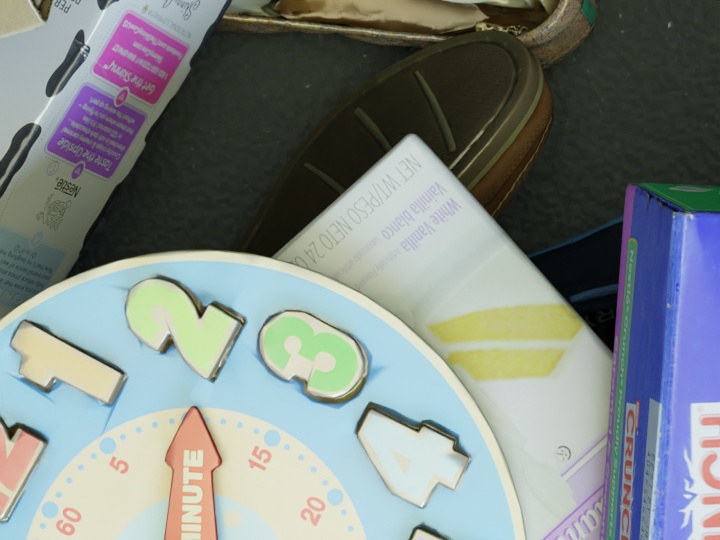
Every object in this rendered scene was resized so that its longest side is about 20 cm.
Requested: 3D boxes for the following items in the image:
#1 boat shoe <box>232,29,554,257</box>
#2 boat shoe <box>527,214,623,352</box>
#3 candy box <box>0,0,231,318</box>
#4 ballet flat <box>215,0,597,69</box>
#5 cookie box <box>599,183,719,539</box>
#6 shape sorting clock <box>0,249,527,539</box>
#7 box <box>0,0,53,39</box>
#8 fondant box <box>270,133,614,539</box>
[{"bbox_3d":[0.000,0.000,0.942,0.200,0.072,0.068,-43,131,14],"label":"boat shoe"},{"bbox_3d":[0.063,0.031,0.903,0.199,0.069,0.085,-33,124,-20],"label":"boat shoe"},{"bbox_3d":[-0.141,-0.099,0.903,0.167,0.071,0.201,32,93,24],"label":"candy box"},{"bbox_3d":[-0.012,-0.114,0.936,0.198,0.067,0.069,7,90,-1],"label":"ballet flat"},{"bbox_3d":[0.171,0.066,0.754,0.198,0.075,0.173,3,96,-8],"label":"cookie box"},{"bbox_3d":[-0.049,0.094,0.789,0.198,0.039,0.202,0,86,6],"label":"shape sorting clock"},{"bbox_3d":[-0.174,-0.107,0.822,0.199,0.164,0.021,-14,130,19],"label":"box"},{"bbox_3d":[0.031,0.079,0.831,0.144,0.058,0.200,-42,84,0],"label":"fondant box"}]
